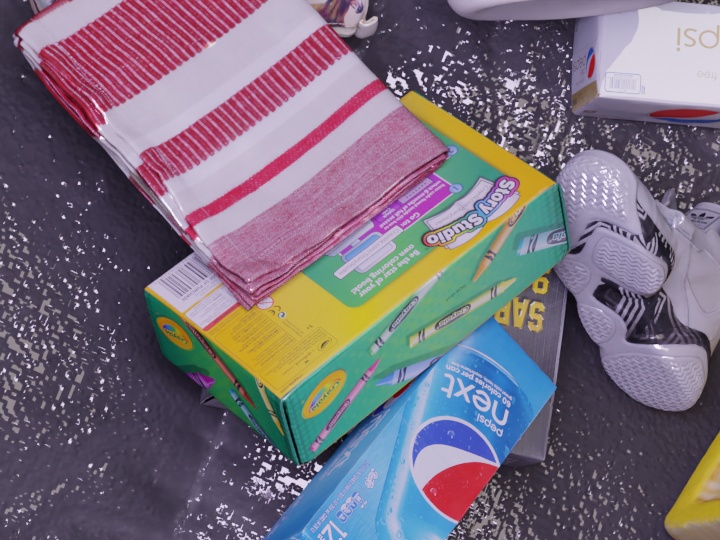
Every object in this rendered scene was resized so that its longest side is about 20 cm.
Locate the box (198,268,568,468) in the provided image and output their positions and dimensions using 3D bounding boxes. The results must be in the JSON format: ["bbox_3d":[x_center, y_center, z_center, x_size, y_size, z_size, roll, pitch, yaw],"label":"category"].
[{"bbox_3d":[0.017,0.017,1.381,0.200,0.048,0.159,13,75,-16],"label":"box"}]

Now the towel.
[{"bbox_3d":[-0.069,-0.093,1.275,0.144,0.023,0.200,-38,77,-23],"label":"towel"}]

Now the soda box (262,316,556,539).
[{"bbox_3d":[0.022,0.109,1.266,0.064,0.068,0.200,47,46,-6],"label":"soda box"}]

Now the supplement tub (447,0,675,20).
[{"bbox_3d":[0.111,-0.246,1.345,0.144,0.145,0.201,-4,90,-20],"label":"supplement tub"}]

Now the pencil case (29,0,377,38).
[{"bbox_3d":[-0.089,-0.161,1.362,0.200,0.078,0.090,-8,86,-20],"label":"pencil case"}]

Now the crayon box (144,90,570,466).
[{"bbox_3d":[0.000,0.000,1.287,0.200,0.058,0.119,-37,50,-21],"label":"crayon box"}]

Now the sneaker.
[{"bbox_3d":[0.172,-0.020,1.397,0.115,0.075,0.200,-55,140,-29],"label":"sneaker"}]

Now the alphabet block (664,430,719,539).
[{"bbox_3d":[0.332,0.127,1.393,0.200,0.196,0.195,39,68,-8],"label":"alphabet block"}]

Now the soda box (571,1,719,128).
[{"bbox_3d":[0.231,-0.120,1.455,0.199,0.068,0.064,5,83,-9],"label":"soda box"}]
